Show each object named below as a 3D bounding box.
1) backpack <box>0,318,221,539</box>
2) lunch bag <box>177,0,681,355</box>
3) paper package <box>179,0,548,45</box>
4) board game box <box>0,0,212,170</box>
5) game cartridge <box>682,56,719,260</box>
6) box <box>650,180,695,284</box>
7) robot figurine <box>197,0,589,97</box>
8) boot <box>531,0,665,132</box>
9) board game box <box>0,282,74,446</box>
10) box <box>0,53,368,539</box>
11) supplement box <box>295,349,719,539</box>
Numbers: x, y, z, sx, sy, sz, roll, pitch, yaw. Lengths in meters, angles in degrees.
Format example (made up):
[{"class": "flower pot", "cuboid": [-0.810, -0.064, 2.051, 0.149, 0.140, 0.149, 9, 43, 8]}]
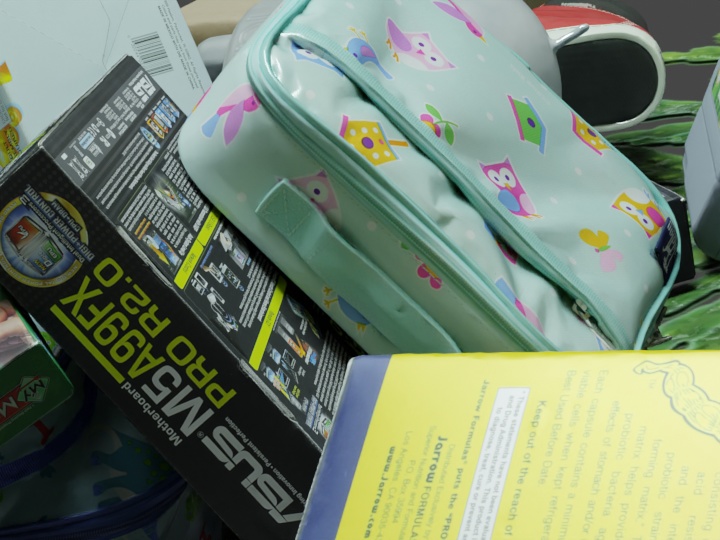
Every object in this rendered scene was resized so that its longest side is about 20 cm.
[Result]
[{"class": "backpack", "cuboid": [-0.154, 0.063, 0.938, 0.199, 0.148, 0.184, -5, 40, -6]}, {"class": "lunch bag", "cuboid": [0.033, -0.025, 0.937, 0.077, 0.200, 0.160, -46, 5, 30]}, {"class": "paper package", "cuboid": [0.002, -0.135, 1.482, 0.190, 0.104, 0.200, 4, 26, 37]}, {"class": "board game box", "cuboid": [-0.163, -0.055, 1.116, 0.103, 0.105, 0.200, -21, -5, -38]}, {"class": "game cartridge", "cuboid": [0.204, -0.109, 1.168, 0.040, 0.201, 0.133, 17, 21, -6]}, {"class": "box", "cuboid": [0.053, -0.019, 1.213, 0.160, 0.049, 0.200, -16, 19, -15]}, {"class": "robot figurine", "cuboid": [0.012, -0.081, 1.169, 0.199, 0.113, 0.171, -4, 63, 28]}, {"class": "boot", "cuboid": [0.060, -0.112, 1.309, 0.199, 0.073, 0.144, -2, 17, 2]}, {"class": "board game box", "cuboid": [-0.205, 0.055, 0.823, 0.200, 0.029, 0.135, -35, 41, -3]}, {"class": "box", "cuboid": [-0.061, 0.008, 0.885, 0.044, 0.160, 0.200, -40, 9, 11]}, {"class": "supplement box", "cuboid": [0.092, 0.097, 0.731, 0.199, 0.109, 0.110, -1, 52, 26]}]
